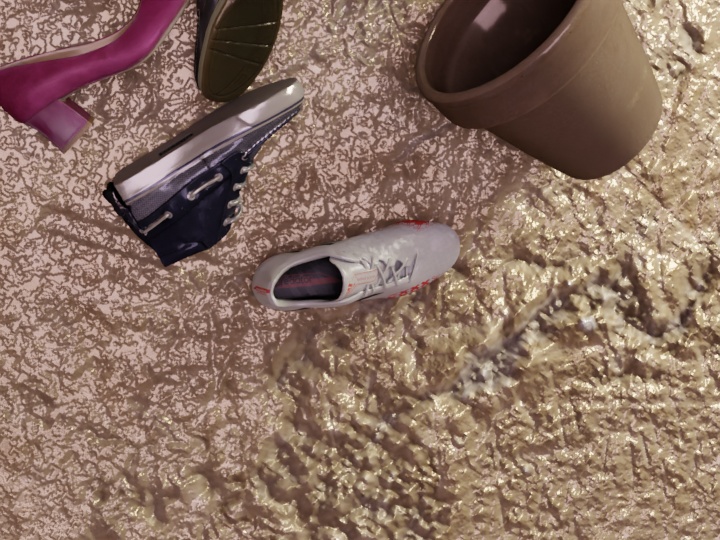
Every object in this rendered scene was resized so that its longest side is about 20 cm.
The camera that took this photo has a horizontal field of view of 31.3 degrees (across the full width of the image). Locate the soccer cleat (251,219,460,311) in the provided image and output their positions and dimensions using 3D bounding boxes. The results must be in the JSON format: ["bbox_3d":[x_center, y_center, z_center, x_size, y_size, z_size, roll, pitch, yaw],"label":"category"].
[{"bbox_3d":[0.000,0.000,1.162,0.197,0.085,0.070,-10,99,-9],"label":"soccer cleat"}]

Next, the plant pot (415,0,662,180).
[{"bbox_3d":[0.176,-0.177,1.133,0.174,0.200,0.201,38,90,-30],"label":"plant pot"}]

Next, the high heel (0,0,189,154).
[{"bbox_3d":[-0.229,-0.203,1.104,0.096,0.067,0.200,41,99,-15],"label":"high heel"}]

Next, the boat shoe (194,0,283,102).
[{"bbox_3d":[-0.107,-0.250,1.119,0.071,0.066,0.203,-4,121,-42],"label":"boat shoe"}]

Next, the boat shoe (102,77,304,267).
[{"bbox_3d":[-0.122,-0.085,1.141,0.198,0.075,0.093,-30,110,2],"label":"boat shoe"}]
